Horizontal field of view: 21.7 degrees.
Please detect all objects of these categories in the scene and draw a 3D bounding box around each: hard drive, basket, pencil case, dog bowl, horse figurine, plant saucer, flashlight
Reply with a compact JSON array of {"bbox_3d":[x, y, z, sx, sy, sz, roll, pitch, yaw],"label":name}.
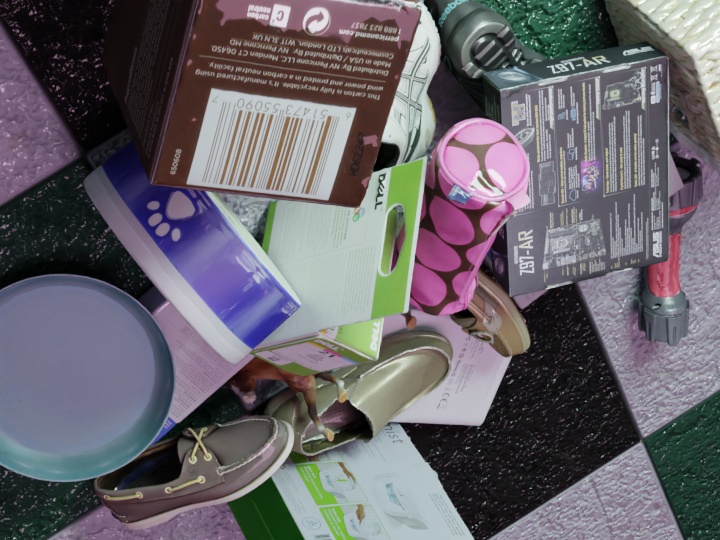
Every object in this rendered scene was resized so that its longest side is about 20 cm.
[{"bbox_3d":[0.056,0.092,1.864,0.199,0.026,0.133,6,119,-30],"label":"hard drive"},{"bbox_3d":[0.349,-0.222,1.684,0.199,0.198,0.161,-31,129,-4],"label":"basket"},{"bbox_3d":[0.085,-0.038,1.621,0.091,0.094,0.200,-41,165,-29],"label":"pencil case"},{"bbox_3d":[-0.139,-0.022,1.567,0.079,0.200,0.200,-39,131,0],"label":"dog bowl"},{"bbox_3d":[-0.030,0.062,1.749,0.050,0.132,0.201,33,92,-47],"label":"horse figurine"},{"bbox_3d":[-0.263,0.092,1.661,0.199,0.027,0.201,-2,111,-5],"label":"plant saucer"},{"bbox_3d":[0.310,-0.017,1.888,0.068,0.068,0.201,-40,136,-44],"label":"flashlight"}]

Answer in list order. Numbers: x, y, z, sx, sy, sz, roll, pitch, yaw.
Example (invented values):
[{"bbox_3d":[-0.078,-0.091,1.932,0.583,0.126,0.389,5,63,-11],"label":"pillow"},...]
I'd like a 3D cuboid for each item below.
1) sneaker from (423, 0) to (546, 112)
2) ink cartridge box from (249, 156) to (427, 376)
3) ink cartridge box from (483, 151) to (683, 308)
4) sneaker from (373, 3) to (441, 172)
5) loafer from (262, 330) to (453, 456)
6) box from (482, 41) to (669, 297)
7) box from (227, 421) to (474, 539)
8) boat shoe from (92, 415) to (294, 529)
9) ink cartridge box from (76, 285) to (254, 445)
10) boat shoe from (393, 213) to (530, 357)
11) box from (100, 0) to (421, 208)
[{"bbox_3d":[0.113,-0.193,1.669,0.075,0.079,0.200,-43,151,-1],"label":"sneaker"},{"bbox_3d":[0.000,0.000,1.627,0.199,0.149,0.076,-14,149,44],"label":"ink cartridge box"},{"bbox_3d":[0.191,-0.079,1.757,0.200,0.084,0.145,-37,146,0],"label":"ink cartridge box"},{"bbox_3d":[0.021,-0.154,1.611,0.088,0.075,0.201,-52,147,-36],"label":"sneaker"},{"bbox_3d":[0.006,0.126,1.798,0.199,0.068,0.076,-26,131,-9],"label":"loafer"},{"bbox_3d":[0.192,-0.088,1.652,0.159,0.044,0.201,-13,118,-14],"label":"box"},{"bbox_3d":[-0.012,0.239,1.817,0.175,0.200,0.097,-1,123,-28],"label":"box"},{"bbox_3d":[-0.158,0.182,1.760,0.199,0.072,0.060,-23,135,20],"label":"boat shoe"},{"bbox_3d":[-0.157,0.059,1.721,0.200,0.042,0.119,-43,130,2],"label":"ink cartridge box"},{"bbox_3d":[0.091,0.021,1.789,0.063,0.073,0.201,-47,126,-12],"label":"boat shoe"},{"bbox_3d":[-0.078,-0.169,1.354,0.165,0.200,0.165,5,120,-23],"label":"box"}]
